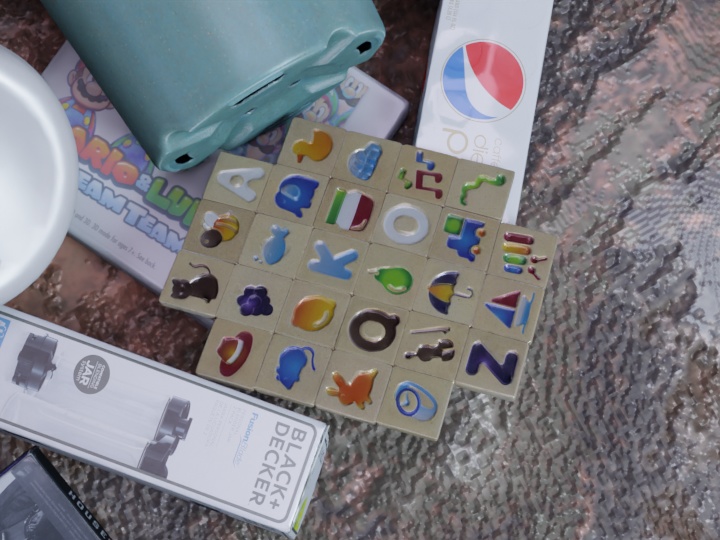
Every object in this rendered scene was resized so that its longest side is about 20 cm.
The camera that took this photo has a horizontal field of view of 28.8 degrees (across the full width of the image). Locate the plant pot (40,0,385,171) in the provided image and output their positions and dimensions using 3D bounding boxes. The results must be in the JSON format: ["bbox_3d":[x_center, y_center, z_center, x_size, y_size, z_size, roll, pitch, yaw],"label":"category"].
[{"bbox_3d":[-0.096,-0.174,0.771,0.199,0.200,0.197,-30,88,-8],"label":"plant pot"}]

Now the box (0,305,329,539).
[{"bbox_3d":[-0.118,0.084,0.766,0.198,0.117,0.061,20,78,2],"label":"box"}]

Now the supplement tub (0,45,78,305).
[{"bbox_3d":[-0.244,-0.068,0.737,0.144,0.200,0.146,-11,114,-27],"label":"supplement tub"}]

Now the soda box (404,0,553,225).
[{"bbox_3d":[0.064,-0.071,0.832,0.067,0.064,0.202,11,77,0],"label":"soda box"}]

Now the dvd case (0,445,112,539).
[{"bbox_3d":[-0.207,0.215,0.752,0.199,0.025,0.151,-38,94,0],"label":"dvd case"}]

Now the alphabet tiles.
[{"bbox_3d":[0.000,0.000,0.761,0.198,0.006,0.168,14,64,8],"label":"alphabet tiles"}]

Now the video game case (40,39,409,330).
[{"bbox_3d":[-0.100,-0.080,0.849,0.199,0.024,0.183,33,79,5],"label":"video game case"}]
